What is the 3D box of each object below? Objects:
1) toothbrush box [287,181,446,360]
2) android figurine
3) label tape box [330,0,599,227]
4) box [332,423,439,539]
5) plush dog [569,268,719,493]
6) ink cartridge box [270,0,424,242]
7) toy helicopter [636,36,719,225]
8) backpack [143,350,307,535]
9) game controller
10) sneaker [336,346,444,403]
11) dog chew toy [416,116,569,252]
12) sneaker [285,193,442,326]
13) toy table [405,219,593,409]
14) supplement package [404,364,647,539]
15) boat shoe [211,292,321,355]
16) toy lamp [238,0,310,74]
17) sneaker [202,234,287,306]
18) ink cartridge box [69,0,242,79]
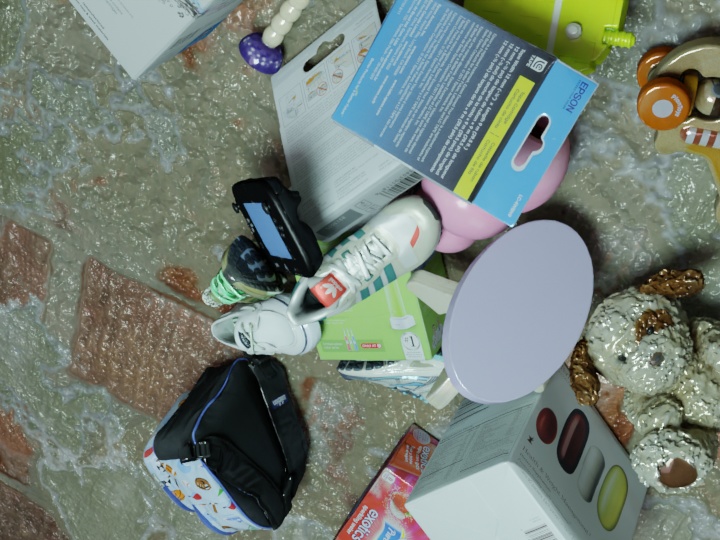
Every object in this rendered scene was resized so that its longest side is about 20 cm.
[{"bbox_3d":[0.008,-0.007,1.243,0.145,0.086,0.201,-3,116,30],"label":"toothbrush box"},{"bbox_3d":[0.157,-0.245,1.031,0.198,0.041,0.184,14,97,22],"label":"android figurine"},{"bbox_3d":[0.093,-0.144,0.999,0.199,0.066,0.144,33,97,19],"label":"label tape box"},{"bbox_3d":[0.046,0.300,1.391,0.099,0.096,0.201,34,127,4],"label":"box"},{"bbox_3d":[0.300,0.086,1.104,0.172,0.161,0.200,41,102,-6],"label":"plush dog"},{"bbox_3d":[-0.010,-0.152,1.146,0.162,0.201,0.050,-33,144,32],"label":"ink cartridge box"},{"bbox_3d":[0.338,-0.122,1.034,0.131,0.079,0.201,-15,121,23],"label":"toy helicopter"},{"bbox_3d":[-0.162,0.232,1.409,0.153,0.200,0.191,-19,114,39],"label":"backpack"},{"bbox_3d":[-0.087,-0.044,1.142,0.200,0.042,0.105,-168,58,-74],"label":"game controller"},{"bbox_3d":[0.065,0.121,1.294,0.198,0.078,0.087,-6,118,29],"label":"sneaker"},{"bbox_3d":[0.118,-0.090,1.126,0.124,0.125,0.200,41,136,0],"label":"dog chew toy"},{"bbox_3d":[-0.001,0.000,1.137,0.199,0.093,0.070,-34,98,39],"label":"sneaker"},{"bbox_3d":[0.140,0.051,1.132,0.184,0.200,0.117,49,157,-2],"label":"toy table"},{"bbox_3d":[0.186,0.242,1.223,0.147,0.200,0.192,-30,102,35],"label":"supplement package"},{"bbox_3d":[-0.112,0.072,1.305,0.200,0.066,0.074,-10,105,63],"label":"boat shoe"},{"bbox_3d":[-0.055,-0.285,1.136,0.058,0.058,0.200,43,127,-1],"label":"toy lamp"},{"bbox_3d":[-0.136,0.016,1.253,0.088,0.200,0.077,-38,88,3],"label":"sneaker"},{"bbox_3d":[-0.177,-0.321,1.120,0.199,0.147,0.145,-33,99,36],"label":"ink cartridge box"}]
